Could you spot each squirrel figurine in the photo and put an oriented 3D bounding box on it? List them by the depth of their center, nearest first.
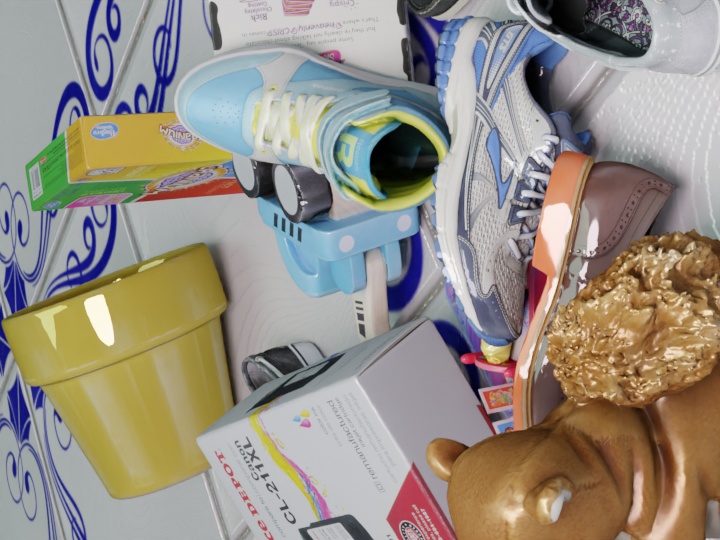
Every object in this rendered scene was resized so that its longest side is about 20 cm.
[{"bbox_3d":[0.125,0.074,0.679,0.141,0.185,0.202,25,117,56],"label":"squirrel figurine"}]

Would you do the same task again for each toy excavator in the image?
[{"bbox_3d":[0.000,0.000,1.002,0.194,0.099,0.202,32,136,53],"label":"toy excavator"}]

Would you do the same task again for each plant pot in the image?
[{"bbox_3d":[-0.202,0.097,1.271,0.200,0.199,0.191,-10,101,60],"label":"plant pot"}]

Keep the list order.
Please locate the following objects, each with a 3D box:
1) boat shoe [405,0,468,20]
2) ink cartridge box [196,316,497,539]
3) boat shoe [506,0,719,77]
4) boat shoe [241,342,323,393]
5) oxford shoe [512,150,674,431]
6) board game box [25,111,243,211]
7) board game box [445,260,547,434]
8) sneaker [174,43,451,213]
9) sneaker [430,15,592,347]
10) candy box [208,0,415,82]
[{"bbox_3d":[0.059,-0.244,0.860,0.072,0.067,0.201,60,144,33],"label":"boat shoe"},{"bbox_3d":[-0.001,0.135,0.942,0.199,0.083,0.147,-26,97,49],"label":"ink cartridge box"},{"bbox_3d":[0.120,-0.159,0.761,0.201,0.071,0.071,42,130,50],"label":"boat shoe"},{"bbox_3d":[-0.035,0.129,1.089,0.200,0.067,0.074,57,141,39],"label":"boat shoe"},{"bbox_3d":[0.129,0.038,0.772,0.072,0.071,0.202,11,112,17],"label":"oxford shoe"},{"bbox_3d":[-0.153,-0.091,1.124,0.153,0.198,0.041,-20,79,60],"label":"board game box"},{"bbox_3d":[0.095,0.023,0.869,0.201,0.039,0.158,65,145,29],"label":"board game box"},{"bbox_3d":[-0.029,-0.091,0.870,0.131,0.198,0.080,-71,-12,-72],"label":"sneaker"},{"bbox_3d":[0.090,-0.058,0.808,0.084,0.077,0.202,-5,78,22],"label":"sneaker"},{"bbox_3d":[-0.037,-0.211,0.961,0.061,0.135,0.202,-3,-92,-83],"label":"candy box"}]
